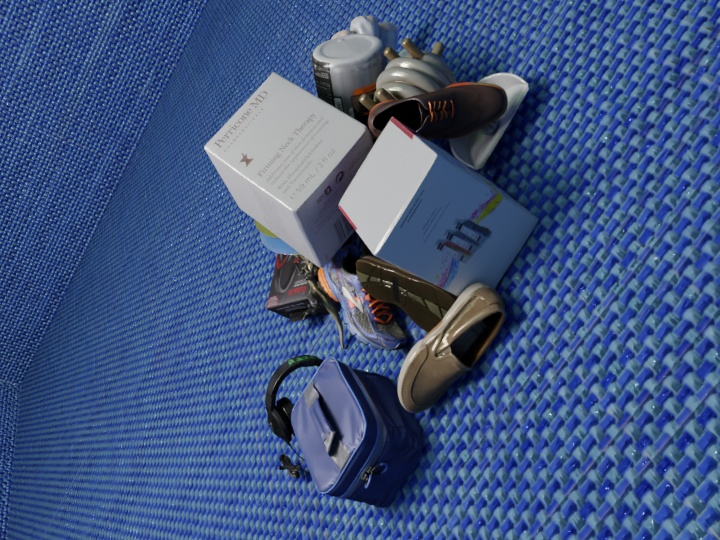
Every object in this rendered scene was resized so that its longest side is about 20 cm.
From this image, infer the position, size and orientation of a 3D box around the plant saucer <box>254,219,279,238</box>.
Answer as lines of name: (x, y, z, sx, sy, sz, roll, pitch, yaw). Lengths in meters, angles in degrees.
plant saucer: (-0.093, -0.128, 1.248, 0.195, 0.032, 0.202, -13, 36, 9)

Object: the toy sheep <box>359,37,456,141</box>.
toy sheep: (0.080, -0.264, 1.103, 0.137, 0.137, 0.203, 7, 65, 57)

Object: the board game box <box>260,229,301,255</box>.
board game box: (-0.068, -0.076, 1.231, 0.156, 0.040, 0.200, 17, 50, 39)

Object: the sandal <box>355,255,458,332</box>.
sandal: (0.077, 0.027, 1.041, 0.197, 0.054, 0.084, 25, 133, 37)

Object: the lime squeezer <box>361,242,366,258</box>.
lime squeezer: (-0.006, -0.097, 1.281, 0.069, 0.038, 0.204, -21, 67, -3)

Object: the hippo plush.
hippo plush: (0.035, -0.342, 1.276, 0.201, 0.160, 0.160, -50, 42, -9)

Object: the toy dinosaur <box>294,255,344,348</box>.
toy dinosaur: (-0.071, 0.033, 1.207, 0.047, 0.088, 0.204, -26, 82, 11)

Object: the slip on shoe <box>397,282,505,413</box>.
slip on shoe: (0.119, 0.111, 0.957, 0.201, 0.075, 0.061, -52, 28, 12)

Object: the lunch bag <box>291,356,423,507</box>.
lunch bag: (-0.013, 0.228, 1.030, 0.138, 0.130, 0.201, -59, 32, 14)

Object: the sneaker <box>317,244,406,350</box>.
sneaker: (0.006, 0.040, 1.121, 0.201, 0.074, 0.079, 50, 126, 27)

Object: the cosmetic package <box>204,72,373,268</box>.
cosmetic package: (-0.093, -0.150, 1.112, 0.198, 0.167, 0.168, 34, 74, 26)

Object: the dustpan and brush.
dustpan and brush: (0.164, -0.239, 1.105, 0.142, 0.056, 0.200, -59, 16, 11)

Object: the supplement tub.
supplement tub: (-0.007, -0.265, 1.195, 0.123, 0.120, 0.204, -120, 15, -52)

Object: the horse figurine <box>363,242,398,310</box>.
horse figurine: (0.000, 0.000, 1.207, 0.197, 0.049, 0.137, -8, 91, 47)

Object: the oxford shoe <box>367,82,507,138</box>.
oxford shoe: (0.106, -0.211, 1.002, 0.073, 0.194, 0.073, -71, -31, -77)

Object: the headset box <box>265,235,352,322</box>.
headset box: (-0.094, -0.003, 1.349, 0.147, 0.074, 0.205, -14, 60, 52)

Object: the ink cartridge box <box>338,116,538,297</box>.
ink cartridge box: (0.102, -0.074, 0.974, 0.146, 0.197, 0.146, -56, 34, 13)

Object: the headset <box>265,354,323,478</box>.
headset: (-0.100, 0.233, 1.183, 0.093, 0.121, 0.206, 22, 110, 59)
